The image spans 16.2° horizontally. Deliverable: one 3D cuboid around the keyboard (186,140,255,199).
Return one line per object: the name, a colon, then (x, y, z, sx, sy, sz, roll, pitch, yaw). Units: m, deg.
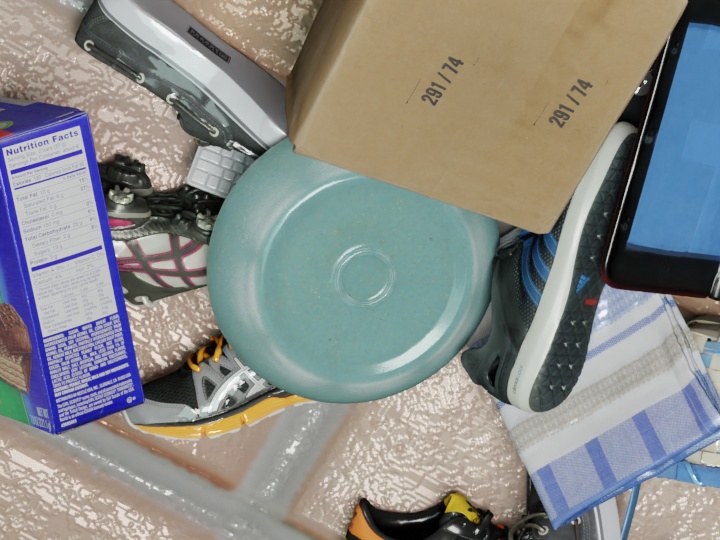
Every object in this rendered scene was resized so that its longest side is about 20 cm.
keyboard: (-0.018, -0.044, 1.711, 0.199, 0.056, 0.011, 22, 142, -6)

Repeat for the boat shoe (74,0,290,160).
boat shoe: (-0.101, -0.117, 1.686, 0.200, 0.069, 0.057, 40, 112, -5)

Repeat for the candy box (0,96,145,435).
candy box: (-0.230, -0.008, 1.662, 0.077, 0.169, 0.201, -19, 108, -32)

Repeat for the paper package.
paper package: (0.076, -0.144, 1.557, 0.190, 0.104, 0.200, 18, 125, -14)

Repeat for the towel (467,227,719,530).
towel: (0.147, 0.052, 1.687, 0.147, 0.024, 0.200, -31, 67, 19)

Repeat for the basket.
basket: (0.269, 0.139, 1.704, 0.176, 0.139, 0.201, 12, 94, 20)

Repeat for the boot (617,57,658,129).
boot: (0.148, -0.115, 1.684, 0.200, 0.066, 0.165, 26, 107, -11)

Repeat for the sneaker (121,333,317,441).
sneaker: (-0.071, 0.059, 1.733, 0.199, 0.078, 0.077, -18, 106, -5)

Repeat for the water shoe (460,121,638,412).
water shoe: (0.122, -0.009, 1.656, 0.079, 0.071, 0.201, 23, 94, 35)

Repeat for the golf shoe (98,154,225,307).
golf shoe: (-0.121, -0.017, 1.718, 0.199, 0.077, 0.088, 15, 122, 2)

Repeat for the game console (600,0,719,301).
game console: (0.270, -0.064, 1.619, 0.172, 0.119, 0.201, 18, 102, 18)

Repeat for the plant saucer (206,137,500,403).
plant saucer: (0.000, 0.000, 1.664, 0.199, 0.036, 0.201, -4, 109, -12)

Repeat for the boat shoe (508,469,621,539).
boat shoe: (0.134, 0.194, 1.724, 0.066, 0.070, 0.201, 1, 71, -29)

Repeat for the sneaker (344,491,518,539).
sneaker: (0.086, 0.200, 1.773, 0.199, 0.070, 0.090, 1, 107, 1)
